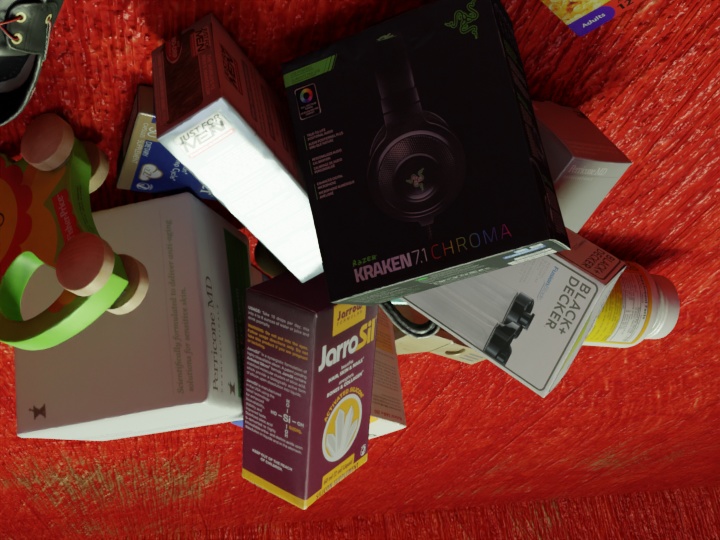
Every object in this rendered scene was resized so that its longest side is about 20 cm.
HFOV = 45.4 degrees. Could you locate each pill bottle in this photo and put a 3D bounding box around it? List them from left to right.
[{"bbox_3d":[0.307,0.040,1.104,0.196,0.115,0.113,5,153,-25],"label":"pill bottle"}]

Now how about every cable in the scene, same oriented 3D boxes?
[{"bbox_3d":[0.000,0.000,0.867,0.096,0.202,0.050,-34,-172,8],"label":"cable"}]

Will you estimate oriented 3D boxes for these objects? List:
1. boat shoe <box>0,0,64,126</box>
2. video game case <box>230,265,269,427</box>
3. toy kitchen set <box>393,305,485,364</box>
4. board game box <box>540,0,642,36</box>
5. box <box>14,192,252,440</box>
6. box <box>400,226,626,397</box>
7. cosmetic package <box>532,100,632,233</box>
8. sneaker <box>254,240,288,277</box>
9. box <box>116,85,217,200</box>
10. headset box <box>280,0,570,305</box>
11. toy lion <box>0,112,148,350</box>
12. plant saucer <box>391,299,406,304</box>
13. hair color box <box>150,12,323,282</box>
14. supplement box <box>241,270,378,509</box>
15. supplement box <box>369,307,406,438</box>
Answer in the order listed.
[{"bbox_3d":[-0.234,-0.169,0.568,0.072,0.064,0.201,10,149,-27],"label":"boat shoe"},{"bbox_3d":[-0.100,0.115,1.070,0.045,0.185,0.200,-15,155,18],"label":"video game case"},{"bbox_3d":[0.055,0.134,1.176,0.198,0.167,0.179,-25,150,36],"label":"toy kitchen set"},{"bbox_3d":[0.149,-0.242,0.530,0.150,0.047,0.198,-26,149,35],"label":"board game box"},{"bbox_3d":[-0.216,0.055,0.855,0.195,0.204,0.171,-10,166,11],"label":"box"},{"bbox_3d":[0.106,-0.003,0.725,0.060,0.198,0.118,-27,146,-54],"label":"box"},{"bbox_3d":[0.143,-0.051,0.796,0.105,0.091,0.201,-5,140,-43],"label":"cosmetic package"},{"bbox_3d":[-0.009,-0.035,0.923,0.196,0.068,0.090,4,148,-27],"label":"sneaker"},{"bbox_3d":[-0.112,-0.105,0.777,0.196,0.033,0.121,3,153,-24],"label":"box"},{"bbox_3d":[0.047,-0.093,0.652,0.171,0.205,0.092,-15,171,20],"label":"headset box"},{"bbox_3d":[-0.291,-0.020,0.722,0.190,0.202,0.069,-32,153,9],"label":"toy lion"},{"bbox_3d":[0.075,0.020,0.929,0.195,0.019,0.070,0,157,-3],"label":"plant saucer"},{"bbox_3d":[-0.079,-0.089,0.679,0.060,0.100,0.200,-26,139,14],"label":"hair color box"},{"bbox_3d":[-0.048,0.105,0.832,0.084,0.205,0.110,17,-156,31],"label":"supplement box"},{"bbox_3d":[-0.019,0.084,1.003,0.072,0.204,0.125,-21,152,28],"label":"supplement box"}]
